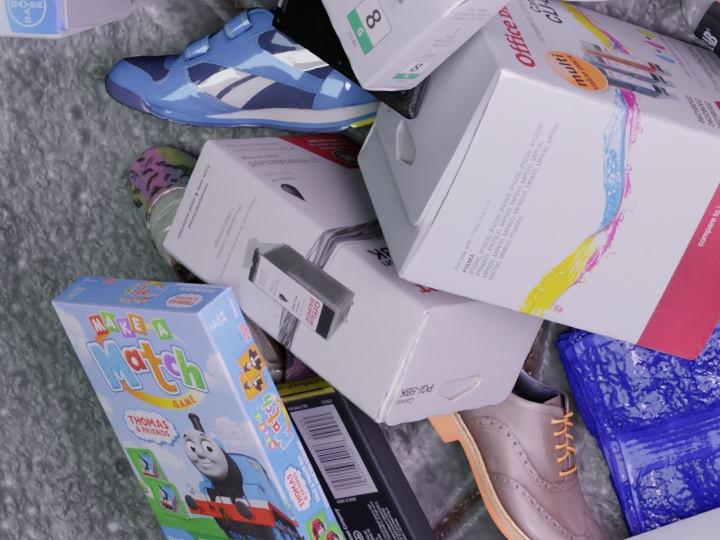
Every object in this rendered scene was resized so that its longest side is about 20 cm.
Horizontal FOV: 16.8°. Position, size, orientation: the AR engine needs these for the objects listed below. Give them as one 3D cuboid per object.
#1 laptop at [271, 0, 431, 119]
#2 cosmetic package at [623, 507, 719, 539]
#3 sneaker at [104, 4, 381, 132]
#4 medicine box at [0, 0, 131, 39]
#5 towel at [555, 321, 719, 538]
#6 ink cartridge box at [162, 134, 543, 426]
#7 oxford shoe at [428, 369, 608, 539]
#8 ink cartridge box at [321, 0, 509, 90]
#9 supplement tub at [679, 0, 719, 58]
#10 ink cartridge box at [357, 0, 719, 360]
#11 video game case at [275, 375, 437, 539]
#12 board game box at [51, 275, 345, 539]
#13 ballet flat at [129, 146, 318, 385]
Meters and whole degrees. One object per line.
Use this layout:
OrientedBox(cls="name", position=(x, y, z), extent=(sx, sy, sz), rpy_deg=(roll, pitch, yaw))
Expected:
OrientedBox(cls="laptop", position=(0.030, -0.219, 1.452), extent=(0.200, 0.115, 0.189), rpy_deg=(37, 119, 36))
OrientedBox(cls="cosmetic package", position=(0.218, 0.252, 1.537), extent=(0.150, 0.052, 0.201), rpy_deg=(-23, 115, 27))
OrientedBox(cls="sneaker", position=(-0.072, -0.136, 1.588), extent=(0.198, 0.074, 0.083), rpy_deg=(2, 104, 16))
OrientedBox(cls="medicine box", position=(-0.264, -0.254, 1.623), extent=(0.198, 0.103, 0.184), rpy_deg=(4, 106, 23))
OrientedBox(cls="towel", position=(0.216, 0.115, 1.536), extent=(0.147, 0.049, 0.201), rpy_deg=(-18, 96, 28))
OrientedBox(cls="ink cartridge box", position=(0.000, 0.000, 1.521), extent=(0.200, 0.146, 0.083), rpy_deg=(37, 115, 29))
OrientedBox(cls="oxford shoe", position=(0.113, 0.121, 1.576), extent=(0.073, 0.071, 0.201), rpy_deg=(-38, 87, 23))
OrientedBox(cls="ink cartridge box", position=(0.041, -0.218, 1.328), extent=(0.200, 0.050, 0.162), rpy_deg=(-41, 66, 41))
OrientedBox(cls="supplement tub", position=(0.270, -0.146, 1.397), extent=(0.200, 0.122, 0.123), rpy_deg=(43, 117, 9))
OrientedBox(cls="ink cartridge box", position=(0.121, -0.064, 1.426), extent=(0.198, 0.146, 0.145), rpy_deg=(15, 117, -21))
OrientedBox(cls="video game case", position=(-0.043, 0.168, 1.648), extent=(0.180, 0.026, 0.201), rpy_deg=(-13, 115, 31))
OrientedBox(cls="board game box", position=(-0.103, 0.098, 1.563), extent=(0.151, 0.037, 0.201), rpy_deg=(3, 124, 46))
OrientedBox(cls="ballet flat", position=(-0.094, 0.003, 1.635), extent=(0.069, 0.071, 0.201), rpy_deg=(-35, 88, 22))
